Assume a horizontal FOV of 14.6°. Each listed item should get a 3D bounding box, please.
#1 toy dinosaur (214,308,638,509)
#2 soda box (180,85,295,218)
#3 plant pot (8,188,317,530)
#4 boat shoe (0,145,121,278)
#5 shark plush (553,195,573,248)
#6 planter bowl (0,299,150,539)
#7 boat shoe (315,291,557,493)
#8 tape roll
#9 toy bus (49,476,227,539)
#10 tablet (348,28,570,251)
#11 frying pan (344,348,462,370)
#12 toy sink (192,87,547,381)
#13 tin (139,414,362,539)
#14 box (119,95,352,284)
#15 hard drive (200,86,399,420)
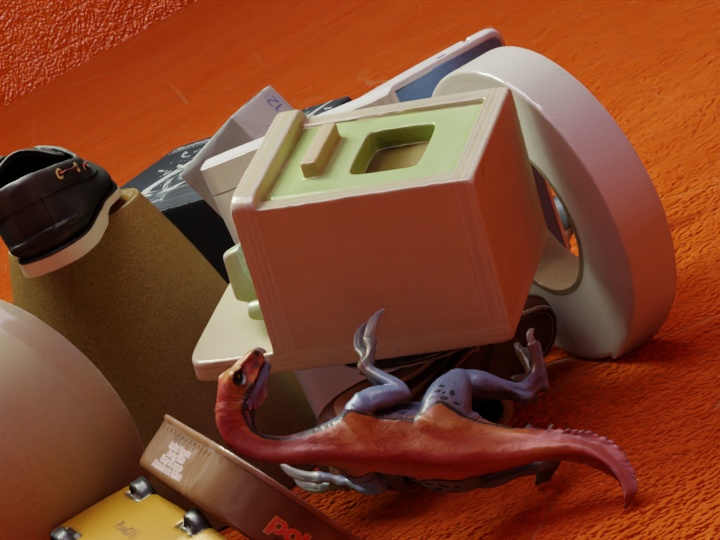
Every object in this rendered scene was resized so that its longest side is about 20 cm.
[{"bbox_3d":[0.020,0.078,1.526,0.181,0.106,0.200,-6,6,-28],"label":"toy dinosaur"},{"bbox_3d":[-0.022,-0.026,1.891,0.068,0.200,0.063,-44,1,34],"label":"soda box"},{"bbox_3d":[-0.144,0.057,1.815,0.186,0.201,0.186,-24,13,6],"label":"plant pot"},{"bbox_3d":[-0.194,-0.050,1.750,0.073,0.063,0.201,-27,12,3],"label":"boat shoe"},{"bbox_3d":[0.095,-0.033,1.946,0.199,0.084,0.091,-17,0,22],"label":"shark plush"},{"bbox_3d":[-0.244,0.131,1.696,0.200,0.201,0.135,-12,28,42],"label":"planter bowl"},{"bbox_3d":[0.063,0.078,1.683,0.075,0.075,0.202,18,39,38],"label":"boat shoe"},{"bbox_3d":[0.115,-0.040,1.727,0.037,0.204,0.203,-30,15,-23],"label":"tape roll"},{"bbox_3d":[-0.111,0.175,1.569,0.065,0.079,0.200,-31,15,-15],"label":"toy bus"},{"bbox_3d":[0.065,-0.043,1.825,0.130,0.201,0.014,-30,28,-20],"label":"tablet"},{"bbox_3d":[0.008,0.023,1.716,0.190,0.031,0.115,8,33,46],"label":"frying pan"},{"bbox_3d":[-0.006,-0.025,1.643,0.199,0.112,0.130,-8,25,19],"label":"toy sink"},{"bbox_3d":[-0.061,0.131,1.582,0.042,0.112,0.200,-53,18,-7],"label":"tin"},{"bbox_3d":[-0.107,-0.028,2.231,0.199,0.124,0.197,-14,15,37],"label":"box"},{"bbox_3d":[0.000,0.000,1.770,0.131,0.201,0.027,-21,15,15],"label":"hard drive"}]
